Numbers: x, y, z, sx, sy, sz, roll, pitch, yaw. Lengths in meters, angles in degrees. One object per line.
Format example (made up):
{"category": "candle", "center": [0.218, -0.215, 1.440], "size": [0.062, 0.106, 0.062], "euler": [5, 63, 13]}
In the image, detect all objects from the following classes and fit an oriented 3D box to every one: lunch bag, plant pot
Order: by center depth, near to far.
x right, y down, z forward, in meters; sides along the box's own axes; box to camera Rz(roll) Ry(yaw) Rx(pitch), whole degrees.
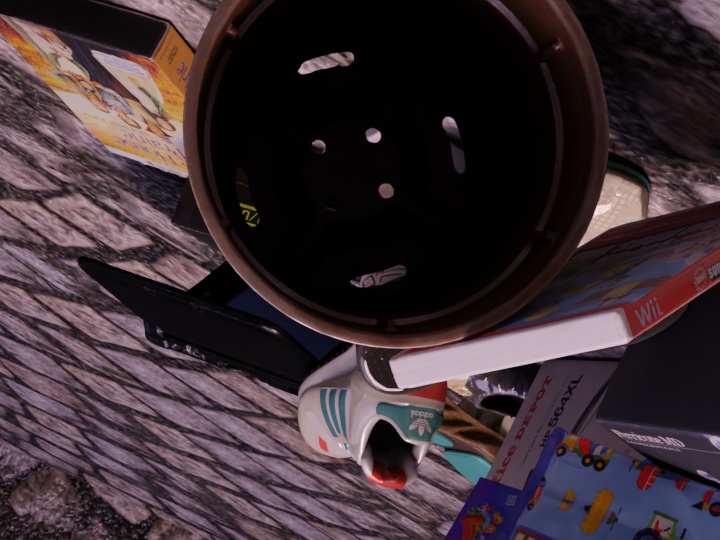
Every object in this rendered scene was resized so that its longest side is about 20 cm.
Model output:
{"category": "plant pot", "center": [0.005, -0.061, 1.194], "size": [0.199, 0.201, 0.198], "euler": [29, 174, -5]}
{"category": "lunch bag", "center": [0.184, 0.203, 1.467], "size": [0.150, 0.094, 0.200], "euler": [19, 155, 29]}

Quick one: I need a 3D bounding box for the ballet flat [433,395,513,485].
{"category": "ballet flat", "center": [0.082, 0.118, 1.894], "size": [0.200, 0.073, 0.068], "euler": [36, 163, -32]}

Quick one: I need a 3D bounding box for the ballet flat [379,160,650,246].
{"category": "ballet flat", "center": [0.080, -0.024, 1.363], "size": [0.199, 0.063, 0.067], "euler": [1, 149, 46]}

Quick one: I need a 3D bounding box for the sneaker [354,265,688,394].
{"category": "sneaker", "center": [0.091, 0.007, 1.420], "size": [0.108, 0.200, 0.068], "euler": [-94, -12, -63]}

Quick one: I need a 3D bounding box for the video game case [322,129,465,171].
{"category": "video game case", "center": [0.079, -0.031, 1.482], "size": [0.199, 0.018, 0.143], "euler": [31, 166, -13]}

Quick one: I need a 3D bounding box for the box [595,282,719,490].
{"category": "box", "center": [0.266, 0.095, 1.396], "size": [0.199, 0.108, 0.148], "euler": [35, 165, -25]}

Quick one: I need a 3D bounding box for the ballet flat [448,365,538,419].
{"category": "ballet flat", "center": [0.143, 0.117, 1.806], "size": [0.199, 0.057, 0.066], "euler": [27, 165, 2]}

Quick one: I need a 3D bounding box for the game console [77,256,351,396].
{"category": "game console", "center": [-0.076, 0.018, 1.772], "size": [0.199, 0.176, 0.117], "euler": [18, 131, 34]}

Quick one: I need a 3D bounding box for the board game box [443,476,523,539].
{"category": "board game box", "center": [0.111, 0.248, 1.575], "size": [0.045, 0.135, 0.200], "euler": [14, 155, 48]}

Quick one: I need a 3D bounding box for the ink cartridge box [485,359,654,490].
{"category": "ink cartridge box", "center": [0.175, 0.144, 1.656], "size": [0.084, 0.147, 0.200], "euler": [35, 163, -23]}

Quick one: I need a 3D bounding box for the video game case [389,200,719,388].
{"category": "video game case", "center": [0.124, 0.004, 1.152], "size": [0.142, 0.199, 0.018], "euler": [-14, 100, 43]}

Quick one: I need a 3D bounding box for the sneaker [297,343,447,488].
{"category": "sneaker", "center": [0.004, 0.109, 1.637], "size": [0.070, 0.094, 0.200], "euler": [12, 154, -19]}

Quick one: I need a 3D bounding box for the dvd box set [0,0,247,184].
{"category": "dvd box set", "center": [-0.147, -0.117, 1.571], "size": [0.145, 0.030, 0.200], "euler": [19, 163, 28]}

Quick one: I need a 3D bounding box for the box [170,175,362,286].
{"category": "box", "center": [0.000, 0.000, 1.607], "size": [0.192, 0.048, 0.200], "euler": [14, 171, 26]}
